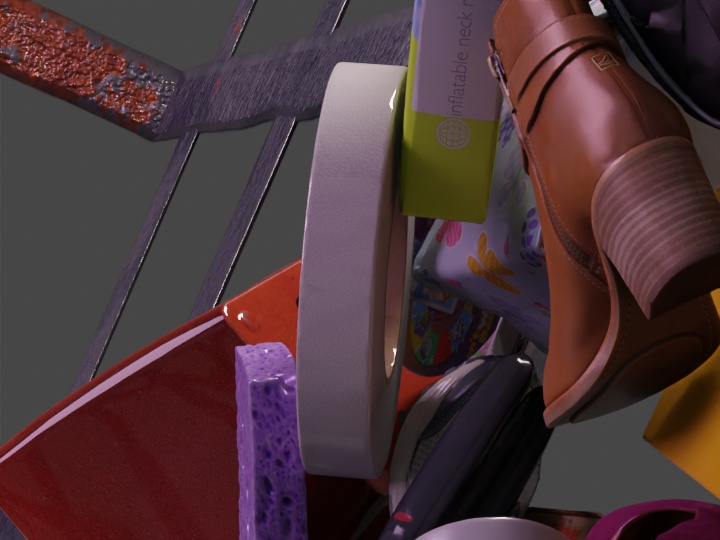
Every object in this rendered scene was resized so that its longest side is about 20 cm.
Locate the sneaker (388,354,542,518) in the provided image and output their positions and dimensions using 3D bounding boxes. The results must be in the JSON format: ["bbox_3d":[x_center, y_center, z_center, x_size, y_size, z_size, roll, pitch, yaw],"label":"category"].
[{"bbox_3d":[0.049,0.140,1.339,0.201,0.077,0.086,-70,24,10],"label":"sneaker"}]

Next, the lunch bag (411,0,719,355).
[{"bbox_3d":[0.128,-0.069,1.405,0.201,0.127,0.170,-63,15,-13],"label":"lunch bag"}]

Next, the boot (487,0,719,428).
[{"bbox_3d":[0.093,-0.028,1.228,0.200,0.076,0.156,97,149,-64],"label":"boot"}]

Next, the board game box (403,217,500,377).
[{"bbox_3d":[0.081,-0.031,1.527,0.158,0.039,0.201,28,-98,-63],"label":"board game box"}]

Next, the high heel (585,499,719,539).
[{"bbox_3d":[0.115,0.114,1.137,0.068,0.096,0.200,-64,21,-7],"label":"high heel"}]

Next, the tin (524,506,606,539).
[{"bbox_3d":[0.090,0.169,1.323,0.200,0.042,0.112,171,119,-75],"label":"tin"}]

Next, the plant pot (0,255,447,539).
[{"bbox_3d":[-0.052,0.104,1.562,0.176,0.200,0.200,-45,-7,32],"label":"plant pot"}]

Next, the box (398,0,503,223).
[{"bbox_3d":[0.050,-0.138,1.298,0.122,0.047,0.201,-79,-4,-54],"label":"box"}]

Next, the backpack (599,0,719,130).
[{"bbox_3d":[0.169,-0.178,1.212,0.177,0.200,0.151,-38,-4,14],"label":"backpack"}]

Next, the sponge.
[{"bbox_3d":[-0.044,0.142,1.413,0.112,0.030,0.201,-129,37,-79],"label":"sponge"}]

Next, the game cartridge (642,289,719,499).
[{"bbox_3d":[0.198,0.007,1.204,0.201,0.032,0.176,-63,13,4],"label":"game cartridge"}]

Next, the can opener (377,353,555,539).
[{"bbox_3d":[0.029,0.125,1.268,0.078,0.063,0.200,22,77,41],"label":"can opener"}]

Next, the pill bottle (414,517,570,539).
[{"bbox_3d":[0.058,0.206,1.144,0.109,0.108,0.201,127,150,-44],"label":"pill bottle"}]

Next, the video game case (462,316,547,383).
[{"bbox_3d":[0.113,-0.031,1.621,0.201,0.022,0.182,-67,13,-1],"label":"video game case"}]

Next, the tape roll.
[{"bbox_3d":[0.000,0.000,1.363,0.203,0.037,0.204,4,-90,-84],"label":"tape roll"}]
